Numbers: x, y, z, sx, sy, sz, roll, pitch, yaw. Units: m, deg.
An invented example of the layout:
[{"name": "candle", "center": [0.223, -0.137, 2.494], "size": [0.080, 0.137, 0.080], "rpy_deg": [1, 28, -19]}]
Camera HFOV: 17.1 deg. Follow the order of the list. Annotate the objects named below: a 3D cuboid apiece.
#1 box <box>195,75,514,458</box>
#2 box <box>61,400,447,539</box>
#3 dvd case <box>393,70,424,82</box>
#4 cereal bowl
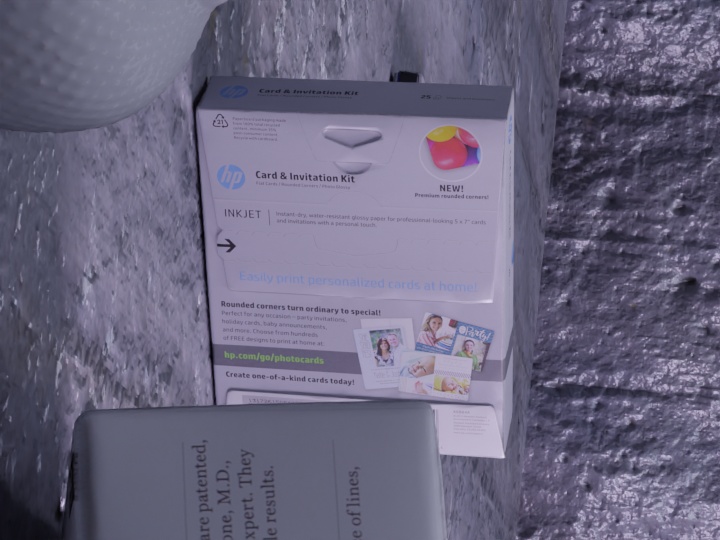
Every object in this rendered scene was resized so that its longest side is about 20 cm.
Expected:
[{"name": "box", "center": [0.000, 0.000, 1.226], "size": [0.041, 0.155, 0.200], "rpy_deg": [-75, 165, -57]}, {"name": "box", "center": [-0.044, 0.169, 0.894], "size": [0.199, 0.130, 0.201], "rpy_deg": [114, -26, -69]}, {"name": "dvd case", "center": [0.035, -0.032, 1.801], "size": [0.150, 0.025, 0.201], "rpy_deg": [59, 37, -74]}, {"name": "cereal bowl", "center": [-0.087, -0.148, 0.873], "size": [0.200, 0.083, 0.201], "rpy_deg": [3, 90, -80]}]
